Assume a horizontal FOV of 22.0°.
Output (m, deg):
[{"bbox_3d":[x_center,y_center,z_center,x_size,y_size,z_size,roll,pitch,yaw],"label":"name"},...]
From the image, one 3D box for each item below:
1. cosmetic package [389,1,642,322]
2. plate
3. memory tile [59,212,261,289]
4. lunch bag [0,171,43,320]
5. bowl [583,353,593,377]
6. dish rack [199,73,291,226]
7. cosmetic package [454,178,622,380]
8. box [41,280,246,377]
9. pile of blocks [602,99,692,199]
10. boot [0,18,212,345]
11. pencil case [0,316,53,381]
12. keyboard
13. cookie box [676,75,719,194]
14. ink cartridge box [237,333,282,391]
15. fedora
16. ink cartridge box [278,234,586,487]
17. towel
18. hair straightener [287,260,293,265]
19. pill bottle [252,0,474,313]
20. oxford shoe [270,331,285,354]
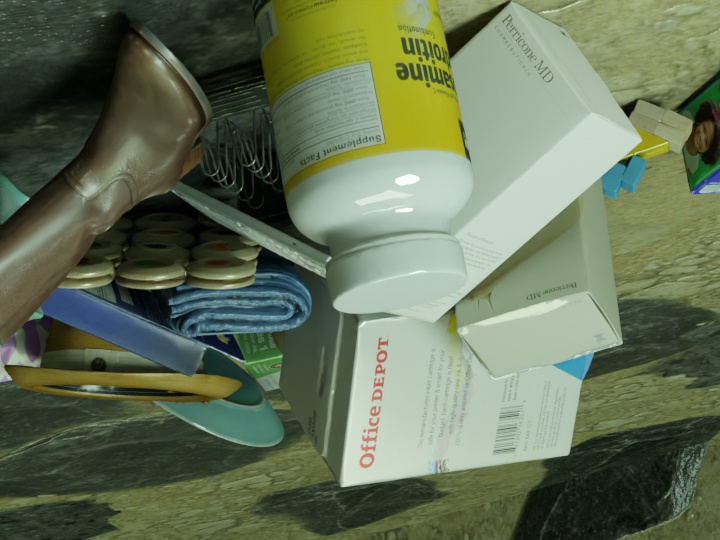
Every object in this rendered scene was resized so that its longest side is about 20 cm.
[{"bbox_3d":[0.075,-0.070,1.245,0.200,0.108,0.085,-44,151,20],"label":"cosmetic package"},{"bbox_3d":[-0.154,0.100,1.748,0.200,0.200,0.026,12,113,-56],"label":"plate"},{"bbox_3d":[-0.149,-0.017,1.370,0.152,0.017,0.200,1,-167,-2],"label":"memory tile"},{"bbox_3d":[-0.326,-0.022,1.226,0.170,0.122,0.200,-13,158,12],"label":"lunch bag"},{"bbox_3d":[0.120,0.034,1.594,0.039,0.202,0.200,3,159,-41],"label":"bowl"},{"bbox_3d":[-0.044,-0.091,1.302,0.153,0.055,0.200,-15,164,12],"label":"dish rack"},{"bbox_3d":[0.122,-0.032,1.339,0.103,0.201,0.073,-18,138,18],"label":"cosmetic package"},{"bbox_3d":[-0.187,0.029,1.409,0.199,0.033,0.121,24,-173,-15],"label":"box"},{"bbox_3d":[0.167,-0.074,1.464,0.199,0.082,0.062,-13,165,5],"label":"pile of blocks"},{"bbox_3d":[-0.184,-0.046,1.141,0.200,0.064,0.187,-41,162,-15],"label":"boot"},{"bbox_3d":[-0.276,0.062,1.629,0.199,0.086,0.084,-7,172,-19],"label":"pencil case"},{"bbox_3d":[-0.067,-0.022,1.312,0.200,0.011,0.056,27,167,46],"label":"keyboard"},{"bbox_3d":[0.362,-0.130,1.414,0.170,0.076,0.200,-5,163,-19],"label":"cookie box"},{"bbox_3d":[-0.012,0.045,1.760,0.199,0.084,0.145,-12,165,3],"label":"ink cartridge box"},{"bbox_3d":[-0.197,0.064,1.543,0.200,0.082,0.201,3,171,1],"label":"fedora"},{"bbox_3d":[0.055,0.059,1.444,0.199,0.145,0.148,-5,119,-22],"label":"ink cartridge box"},{"bbox_3d":[-0.106,0.003,1.427,0.111,0.049,0.200,-2,-167,-13],"label":"towel"},{"bbox_3d":[-0.068,0.004,1.599,0.041,0.077,0.200,-43,149,19],"label":"hair straightener"},{"bbox_3d":[0.005,-0.082,1.086,0.111,0.201,0.112,-10,166,-3],"label":"pill bottle"},{"bbox_3d":[0.000,0.000,1.519,0.070,0.075,0.200,14,124,-46],"label":"oxford shoe"}]
